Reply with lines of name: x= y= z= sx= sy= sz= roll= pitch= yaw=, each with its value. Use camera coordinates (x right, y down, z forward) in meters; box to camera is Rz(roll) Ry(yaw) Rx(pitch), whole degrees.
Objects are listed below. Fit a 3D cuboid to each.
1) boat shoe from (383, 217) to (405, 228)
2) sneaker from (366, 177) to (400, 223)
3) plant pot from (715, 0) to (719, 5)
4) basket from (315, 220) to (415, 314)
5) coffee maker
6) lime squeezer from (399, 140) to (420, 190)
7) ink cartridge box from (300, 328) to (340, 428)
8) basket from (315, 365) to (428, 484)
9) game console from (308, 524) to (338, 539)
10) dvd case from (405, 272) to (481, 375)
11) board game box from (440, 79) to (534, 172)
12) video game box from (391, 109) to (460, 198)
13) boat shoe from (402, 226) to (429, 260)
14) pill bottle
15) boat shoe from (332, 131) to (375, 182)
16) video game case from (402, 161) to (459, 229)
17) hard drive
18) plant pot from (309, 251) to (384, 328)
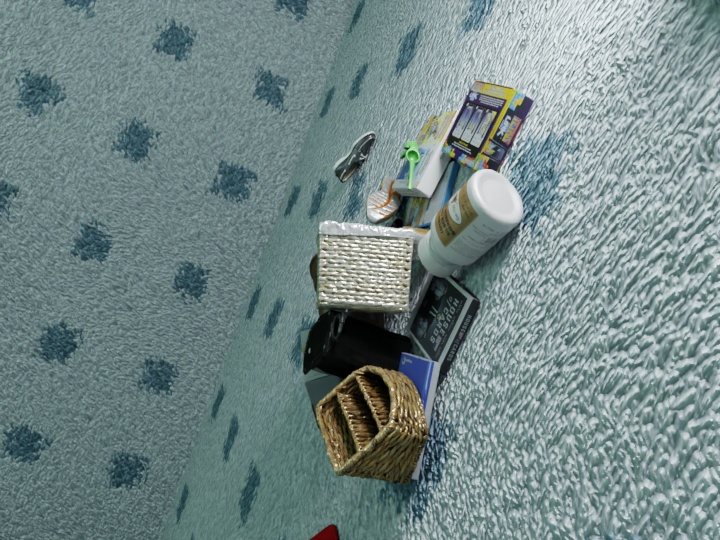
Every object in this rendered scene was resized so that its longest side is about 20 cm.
boat shoe: x=0.068 y=-0.049 z=1.414 sx=0.066 sy=0.074 sz=0.202 roll=-46 pitch=13 yaw=45
sneaker: x=0.059 y=-0.163 z=1.551 sx=0.201 sy=0.077 sz=0.078 roll=-54 pitch=-9 yaw=-54
plant pot: x=0.435 y=-0.501 z=0.737 sx=0.196 sy=0.196 sz=0.201 roll=-46 pitch=30 yaw=46
basket: x=0.000 y=0.000 z=1.241 sx=0.198 sy=0.193 sz=0.167 roll=135 pitch=139 yaw=-82
coffee maker: x=0.003 y=0.172 z=1.235 sx=0.191 sy=0.195 sz=0.139 roll=-14 pitch=58 yaw=67
lime squeezer: x=0.113 y=-0.262 z=1.430 sx=0.071 sy=0.037 sz=0.202 roll=-53 pitch=20 yaw=25
ink cartridge box: x=-0.088 y=0.253 z=1.477 sx=0.201 sy=0.080 sz=0.149 roll=-106 pitch=3 yaw=-60
basket: x=0.018 y=0.256 z=1.082 sx=0.201 sy=0.145 sz=0.146 roll=-120 pitch=48 yaw=-63
game console: x=-0.085 y=0.668 z=1.248 sx=0.201 sy=0.115 sz=0.178 roll=-114 pitch=18 yaw=-65
dvd case: x=0.153 y=0.087 z=1.173 sx=0.154 sy=0.024 sz=0.200 roll=-66 pitch=19 yaw=12
board game box: x=0.251 y=-0.290 z=1.240 sx=0.168 sy=0.055 sz=0.201 roll=-62 pitch=20 yaw=14
video game box: x=0.162 y=-0.272 z=1.439 sx=0.204 sy=0.046 sz=0.182 roll=-62 pitch=20 yaw=-1
boat shoe: x=0.128 y=-0.055 z=1.324 sx=0.200 sy=0.069 sz=0.072 roll=-136 pitch=57 yaw=-84
pill bottle: x=0.190 y=-0.077 z=1.102 sx=0.200 sy=0.112 sz=0.117 roll=-47 pitch=28 yaw=47
boat shoe: x=-0.011 y=-0.377 z=2.033 sx=0.200 sy=0.075 sz=0.061 roll=-45 pitch=68 yaw=33
video game case: x=0.157 y=-0.165 z=1.424 sx=0.199 sy=0.017 sz=0.147 roll=-9 pitch=63 yaw=68
hard drive: x=0.091 y=0.263 z=1.128 sx=0.131 sy=0.025 sz=0.207 roll=179 pitch=103 yaw=-70
plant pot: x=-0.023 y=0.072 z=1.440 sx=0.201 sy=0.195 sz=0.203 roll=-50 pitch=34 yaw=42
